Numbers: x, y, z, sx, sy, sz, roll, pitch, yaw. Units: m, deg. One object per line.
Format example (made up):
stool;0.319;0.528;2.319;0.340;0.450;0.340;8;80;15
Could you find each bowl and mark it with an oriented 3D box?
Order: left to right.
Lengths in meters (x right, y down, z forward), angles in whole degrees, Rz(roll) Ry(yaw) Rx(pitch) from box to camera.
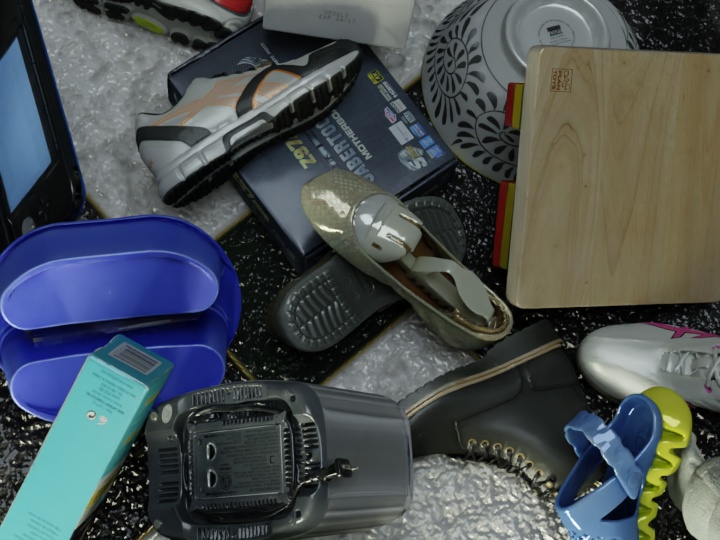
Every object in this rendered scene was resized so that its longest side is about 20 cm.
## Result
bowl;0.155;-0.176;1.414;0.200;0.094;0.202;2;68;-5

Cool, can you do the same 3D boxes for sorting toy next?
sorting toy;0.201;-0.077;1.351;0.198;0.070;0.201;-1;102;-26

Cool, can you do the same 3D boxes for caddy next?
caddy;-0.187;0.034;1.277;0.199;0.105;0.142;-5;107;-9

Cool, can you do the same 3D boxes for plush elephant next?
plush elephant;0.302;0.183;1.245;0.199;0.155;0.165;-26;30;0

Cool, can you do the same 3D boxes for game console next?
game console;-0.318;-0.098;1.324;0.118;0.171;0.201;-5;67;-37

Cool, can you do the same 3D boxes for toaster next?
toaster;-0.050;0.138;1.214;0.129;0.199;0.114;8;74;-51

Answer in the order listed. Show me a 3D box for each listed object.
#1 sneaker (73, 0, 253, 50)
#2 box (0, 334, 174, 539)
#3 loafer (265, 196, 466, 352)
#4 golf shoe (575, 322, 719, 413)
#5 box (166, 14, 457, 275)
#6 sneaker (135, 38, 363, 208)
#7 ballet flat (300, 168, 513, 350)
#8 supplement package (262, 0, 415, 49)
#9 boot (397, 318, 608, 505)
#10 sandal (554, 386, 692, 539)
sneaker;-0.183;-0.255;1.427;0.199;0.077;0.085;25;62;-7
box;-0.205;0.148;1.203;0.049;0.082;0.201;29;101;2
loafer;0.000;0.000;1.338;0.200;0.070;0.075;-29;101;-33
golf shoe;0.271;0.077;1.328;0.199;0.092;0.073;12;69;0
box;-0.041;-0.117;1.392;0.157;0.051;0.200;-33;75;-16
sneaker;-0.089;-0.134;1.329;0.200;0.074;0.080;-32;73;-13
ballet flat;0.042;-0.013;1.286;0.200;0.062;0.068;40;64;-23
supplement package;-0.009;-0.295;1.392;0.121;0.120;0.200;7;43;-4
boot;0.101;0.141;1.297;0.200;0.077;0.139;-29;79;-15
sandal;0.177;0.180;1.254;0.087;0.079;0.201;10;91;-30
